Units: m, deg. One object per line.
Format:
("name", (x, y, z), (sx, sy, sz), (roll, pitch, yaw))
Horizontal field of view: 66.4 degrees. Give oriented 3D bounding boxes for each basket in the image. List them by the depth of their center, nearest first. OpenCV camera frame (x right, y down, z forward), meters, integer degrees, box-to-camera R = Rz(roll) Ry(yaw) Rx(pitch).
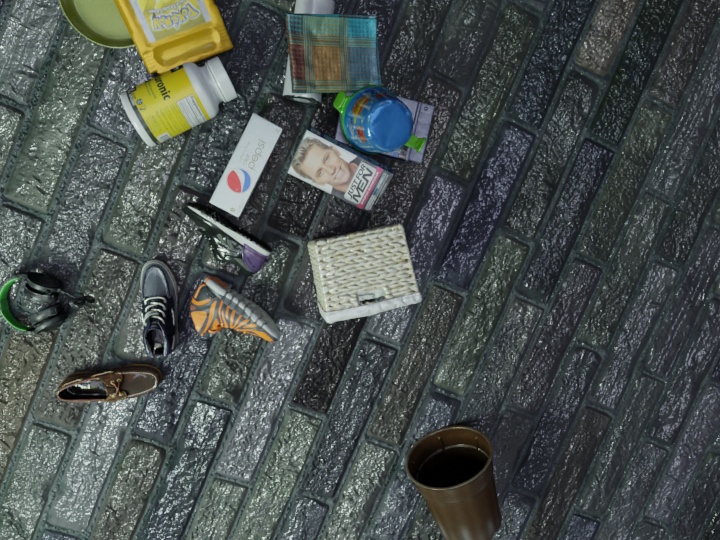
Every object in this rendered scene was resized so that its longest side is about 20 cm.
("basket", (0.000, 0.000, 1.135), (0.197, 0.200, 0.162), (-12, 94, -8))

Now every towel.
("towel", (-0.048, -0.427, 1.084), (0.199, 0.022, 0.148), (-12, 105, -28))

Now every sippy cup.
("sippy cup", (0.041, -0.291, 1.084), (0.176, 0.130, 0.141), (-13, 113, -12))

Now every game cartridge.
("game cartridge", (-0.364, -0.496, 1.052), (0.175, 0.032, 0.201), (-28, 109, -15))
("game cartridge", (0.050, -0.311, 1.177), (0.198, 0.038, 0.131), (11, 92, -11))

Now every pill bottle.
("pill bottle", (-0.346, -0.332, 1.066), (0.199, 0.111, 0.112), (-27, 102, -5))

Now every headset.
("headset", (-0.628, 0.066, 1.086), (0.198, 0.094, 0.125), (-4, 100, 3))

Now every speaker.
("speaker", (-0.103, -0.444, 1.106), (0.081, 0.081, 0.202), (7, 97, -11))

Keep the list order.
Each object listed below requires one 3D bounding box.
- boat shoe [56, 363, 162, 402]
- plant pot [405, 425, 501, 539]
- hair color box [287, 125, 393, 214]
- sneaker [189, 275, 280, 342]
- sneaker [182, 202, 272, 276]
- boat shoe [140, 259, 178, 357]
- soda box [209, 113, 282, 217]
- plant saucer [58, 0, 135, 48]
("boat shoe", (-0.520, 0.242, 1.144), (0.198, 0.070, 0.071), (-7, 98, -10))
("plant pot", (0.224, 0.499, 1.254), (0.199, 0.200, 0.200), (-21, 109, -6))
("hair color box", (-0.042, -0.209, 1.150), (0.199, 0.061, 0.100), (24, 110, -12))
("sneaker", (-0.274, 0.111, 1.170), (0.200, 0.078, 0.112), (38, 95, -2))
("sneaker", (-0.290, -0.059, 1.138), (0.199, 0.076, 0.088), (34, 98, -13))
("boat shoe", (-0.413, 0.081, 1.125), (0.074, 0.093, 0.202), (-9, 100, -8))
("soda box", (-0.233, -0.214, 1.127), (0.068, 0.064, 0.201), (27, 92, -12))
("plant saucer", (-0.472, -0.529, 1.057), (0.198, 0.031, 0.202), (-1, 98, -10))
